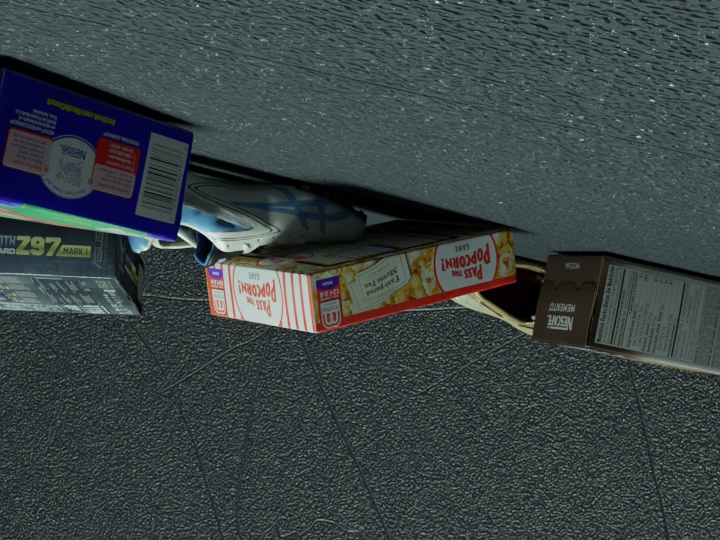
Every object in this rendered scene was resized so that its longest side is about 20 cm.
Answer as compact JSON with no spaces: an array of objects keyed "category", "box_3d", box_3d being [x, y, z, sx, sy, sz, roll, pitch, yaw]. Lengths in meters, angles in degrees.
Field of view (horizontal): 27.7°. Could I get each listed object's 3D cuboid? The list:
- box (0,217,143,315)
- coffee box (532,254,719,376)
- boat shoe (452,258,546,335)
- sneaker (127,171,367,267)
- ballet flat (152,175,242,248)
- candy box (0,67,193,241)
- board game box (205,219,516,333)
[{"category":"box","box_3d":[-0.257,-0.004,1.152,0.156,0.052,0.200,2,170,-2]},{"category":"coffee box","box_3d":[0.267,0.043,1.282,0.198,0.081,0.113,12,178,-17]},{"category":"boat shoe","box_3d":[0.177,0.031,1.458,0.198,0.075,0.066,12,-178,-23]},{"category":"sneaker","box_3d":[-0.088,-0.036,1.120,0.198,0.073,0.072,5,179,-27]},{"category":"ballet flat","box_3d":[-0.168,-0.055,1.158,0.199,0.075,0.074,13,177,-30]},{"category":"candy box","box_3d":[-0.231,-0.075,0.886,0.199,0.078,0.169,11,178,33]},{"category":"board game box","box_3d":[0.000,0.000,1.159,0.199,0.047,0.151,-13,-169,-35]}]
